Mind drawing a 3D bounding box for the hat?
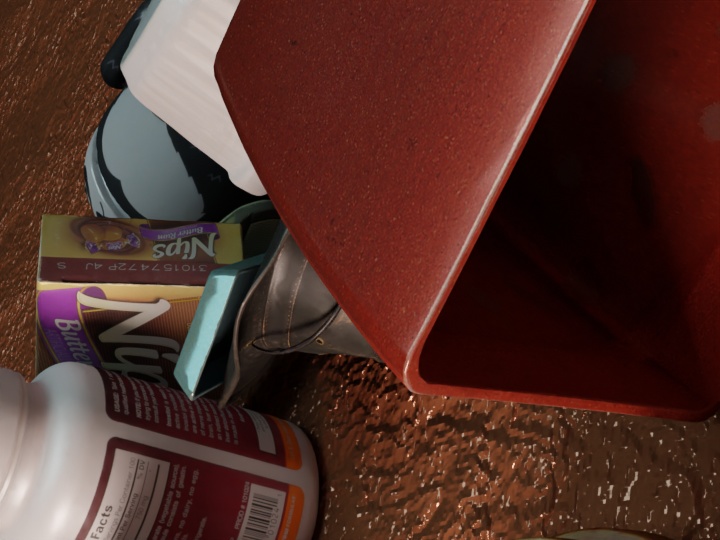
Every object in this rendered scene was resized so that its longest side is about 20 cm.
[{"bbox_3d":[0.000,0.000,0.801,0.201,0.080,0.202,24,-90,-85],"label":"hat"}]

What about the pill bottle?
[{"bbox_3d":[-0.132,0.116,0.865,0.113,0.198,0.114,-39,41,45],"label":"pill bottle"}]

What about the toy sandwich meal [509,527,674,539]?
[{"bbox_3d":[0.081,0.194,0.566,0.205,0.070,0.207,-40,41,46],"label":"toy sandwich meal"}]

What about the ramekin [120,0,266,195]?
[{"bbox_3d":[-0.042,-0.146,0.773,0.203,0.094,0.203,-56,13,21],"label":"ramekin"}]

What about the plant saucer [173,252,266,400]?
[{"bbox_3d":[-0.057,0.020,0.856,0.200,0.019,0.071,-27,-42,-77],"label":"plant saucer"}]

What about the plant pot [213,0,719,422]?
[{"bbox_3d":[0.065,-0.081,0.572,0.176,0.199,0.201,38,108,39],"label":"plant pot"}]

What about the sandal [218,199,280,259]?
[{"bbox_3d":[-0.108,0.019,0.993,0.201,0.079,0.058,-51,54,41],"label":"sandal"}]

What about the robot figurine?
[{"bbox_3d":[-0.103,-0.087,1.016,0.200,0.124,0.152,-41,41,45],"label":"robot figurine"}]

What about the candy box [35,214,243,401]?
[{"bbox_3d":[-0.135,0.057,0.928,0.201,0.115,0.057,104,164,-46],"label":"candy box"}]
